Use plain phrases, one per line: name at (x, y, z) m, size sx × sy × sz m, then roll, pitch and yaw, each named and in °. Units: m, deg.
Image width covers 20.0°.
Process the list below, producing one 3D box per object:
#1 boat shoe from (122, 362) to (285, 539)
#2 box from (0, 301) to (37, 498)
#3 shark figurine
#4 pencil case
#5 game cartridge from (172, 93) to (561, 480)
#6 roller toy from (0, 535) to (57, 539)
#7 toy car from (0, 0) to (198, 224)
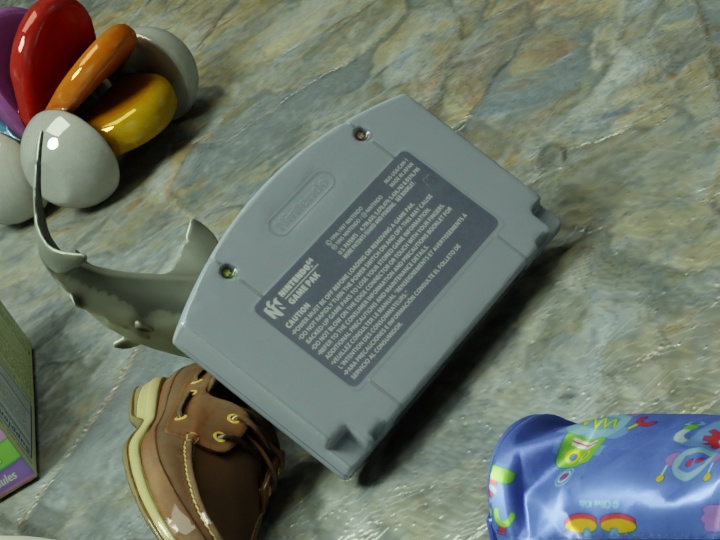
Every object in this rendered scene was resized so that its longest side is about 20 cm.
boat shoe at (-0.075, 0.095, 1.036) m, size 0.067 × 0.072 × 0.200 m, roll -32°, pitch 21°, yaw 6°
box at (-0.303, 0.094, 1.285) m, size 0.176 × 0.097 × 0.200 m, roll -31°, pitch 23°, yaw 2°
shark figurine at (-0.107, 0.001, 1.124) m, size 0.128 × 0.214 × 0.090 m, roll -30°, pitch 46°, yaw 49°
pencil case at (0.135, 0.091, 0.776) m, size 0.200 × 0.078 × 0.087 m, roll -7°, pitch 11°, yaw 46°
game cartridge at (0.000, 0.000, 1.063) m, size 0.200 × 0.133 × 0.041 m, roll -47°, pitch -6°, yaw -32°
roller toy at (-0.126, 0.202, 0.745) m, size 0.182 × 0.200 × 0.140 m, roll -14°, pitch 30°, yaw 23°
toy car at (-0.241, -0.140, 1.594) m, size 0.200 × 0.150 × 0.175 m, roll -10°, pitch 32°, yaw 41°
